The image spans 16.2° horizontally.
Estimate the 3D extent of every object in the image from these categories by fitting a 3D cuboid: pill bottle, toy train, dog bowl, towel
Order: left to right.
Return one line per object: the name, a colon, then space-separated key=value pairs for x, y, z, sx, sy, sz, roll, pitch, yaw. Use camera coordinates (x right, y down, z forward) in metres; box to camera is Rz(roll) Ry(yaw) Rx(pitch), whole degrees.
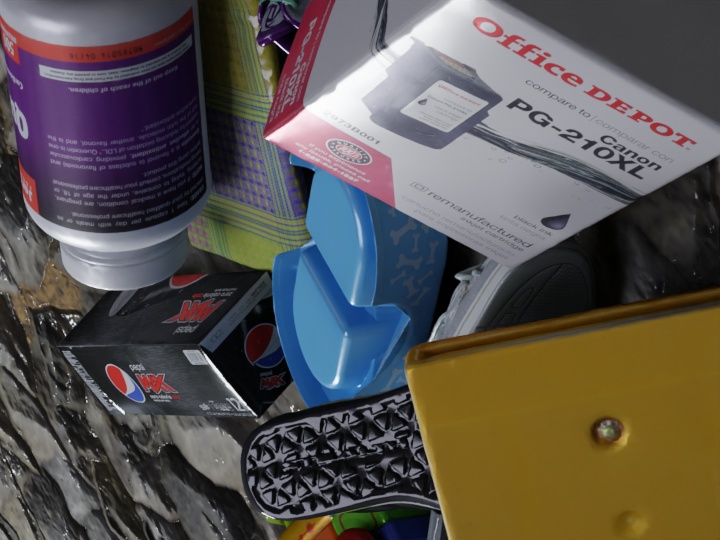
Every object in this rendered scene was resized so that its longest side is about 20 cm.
pill bottle: x=-0.144 y=-0.091 z=1.453 sx=0.112 sy=0.112 sz=0.200 roll=35 pitch=140 yaw=40
towel: x=-0.079 y=-0.094 z=1.485 sx=0.144 sy=0.023 sz=0.200 roll=18 pitch=128 yaw=50
toy train: x=-0.033 y=0.173 z=1.521 sx=0.200 sy=0.085 sz=0.116 roll=-48 pitch=58 yaw=37
dog bowl: x=0.000 y=0.000 z=1.387 sx=0.200 sy=0.049 sz=0.112 roll=102 pitch=147 yaw=-46

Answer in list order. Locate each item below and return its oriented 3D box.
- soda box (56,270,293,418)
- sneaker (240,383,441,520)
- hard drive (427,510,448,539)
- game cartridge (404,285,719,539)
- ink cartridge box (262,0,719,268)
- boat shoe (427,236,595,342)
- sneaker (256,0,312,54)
soda box: x=-0.109 y=0.046 z=1.579 sx=0.063 sy=0.071 sz=0.200 roll=52 pitch=154 yaw=-20
sneaker: x=0.034 y=0.088 z=1.286 sx=0.200 sy=0.083 sz=0.072 roll=-4 pitch=89 yaw=26
hard drive: x=0.043 y=0.216 z=1.377 sx=0.140 sy=0.033 sz=0.201 roll=-66 pitch=-17 yaw=-83
game cartridge: x=0.128 y=0.114 z=1.202 sx=0.032 sy=0.176 sz=0.200 roll=-75 pitch=-27 yaw=-68
ink cartridge box: x=0.069 y=-0.091 z=1.125 sx=0.145 sy=0.084 sz=0.200 roll=27 pitch=153 yaw=-18
boat shoe: x=0.067 y=0.032 z=1.308 sx=0.202 sy=0.074 sz=0.065 roll=105 pitch=148 yaw=-58
sneaker: x=-0.024 y=-0.162 z=1.279 sx=0.074 sy=0.087 sz=0.200 roll=-10 pitch=104 yaw=59
